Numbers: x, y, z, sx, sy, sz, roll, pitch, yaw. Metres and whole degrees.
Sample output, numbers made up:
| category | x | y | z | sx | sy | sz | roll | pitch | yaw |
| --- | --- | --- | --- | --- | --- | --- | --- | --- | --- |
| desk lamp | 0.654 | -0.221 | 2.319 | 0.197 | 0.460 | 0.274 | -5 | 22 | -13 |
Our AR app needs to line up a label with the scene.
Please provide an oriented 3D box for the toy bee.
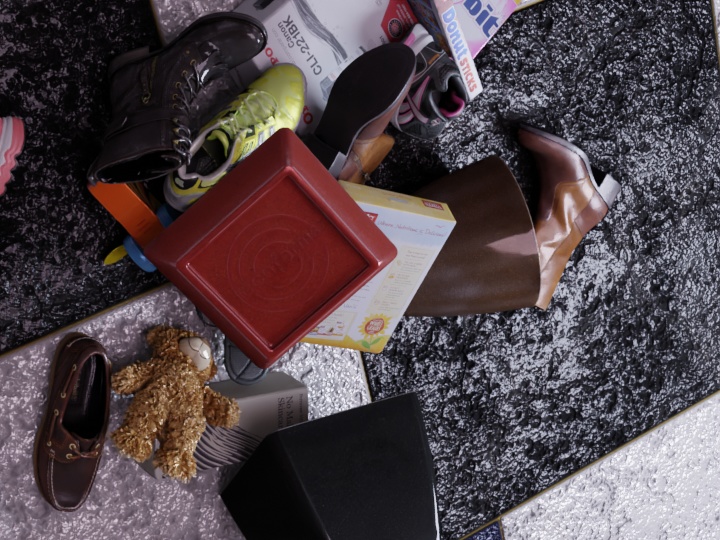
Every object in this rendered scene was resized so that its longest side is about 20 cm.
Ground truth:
| category | x | y | z | sx | sy | sz | roll | pitch | yaw |
| --- | --- | --- | --- | --- | --- | --- | --- | --- | --- |
| toy bee | -0.217 | -0.032 | 1.624 | 0.130 | 0.109 | 0.202 | -19 | 101 | 5 |

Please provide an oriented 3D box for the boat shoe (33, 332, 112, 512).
| category | x | y | z | sx | sy | sz | roll | pitch | yaw |
| --- | --- | --- | --- | --- | --- | --- | --- | --- | --- |
| boat shoe | -0.309 | 0.171 | 1.622 | 0.070 | 0.070 | 0.202 | -2 | 105 | -33 |

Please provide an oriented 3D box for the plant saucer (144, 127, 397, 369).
| category | x | y | z | sx | sy | sz | roll | pitch | yaw |
| --- | --- | --- | --- | --- | --- | --- | --- | --- | --- |
| plant saucer | -0.087 | -0.012 | 1.548 | 0.199 | 0.037 | 0.200 | -40 | 117 | 5 |

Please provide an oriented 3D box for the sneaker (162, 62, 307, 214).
| category | x | y | z | sx | sy | sz | roll | pitch | yaw |
| --- | --- | --- | --- | --- | --- | --- | --- | --- | --- |
| sneaker | -0.122 | -0.139 | 1.549 | 0.075 | 0.076 | 0.200 | 39 | 74 | 1 |

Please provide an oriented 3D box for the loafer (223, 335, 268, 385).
| category | x | y | z | sx | sy | sz | roll | pitch | yaw |
| --- | --- | --- | --- | --- | --- | --- | --- | --- | --- |
| loafer | -0.127 | 0.031 | 1.715 | 0.071 | 0.063 | 0.202 | 8 | 84 | -8 |

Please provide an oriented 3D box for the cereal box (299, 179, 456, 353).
| category | x | y | z | sx | sy | sz | roll | pitch | yaw |
| --- | --- | --- | --- | --- | --- | --- | --- | --- | --- |
| cereal box | 0.000 | 0.000 | 1.654 | 0.143 | 0.040 | 0.201 | 11 | 124 | -30 |

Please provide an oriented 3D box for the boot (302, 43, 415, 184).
| category | x | y | z | sx | sy | sz | roll | pitch | yaw |
| --- | --- | --- | --- | --- | --- | --- | --- | --- | --- |
| boot | 0.015 | -0.153 | 1.667 | 0.189 | 0.068 | 0.200 | -59 | 164 | 3 |

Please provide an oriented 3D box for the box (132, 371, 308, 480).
| category | x | y | z | sx | sy | sz | roll | pitch | yaw |
| --- | --- | --- | --- | --- | --- | --- | --- | --- | --- |
| box | -0.160 | 0.176 | 1.719 | 0.198 | 0.068 | 0.083 | -10 | 107 | -30 |

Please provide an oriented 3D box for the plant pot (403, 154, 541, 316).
| category | x | y | z | sx | sy | sz | roll | pitch | yaw |
| --- | --- | --- | --- | --- | --- | --- | --- | --- | --- |
| plant pot | 0.088 | -0.021 | 1.779 | 0.198 | 0.187 | 0.189 | -15 | 111 | -10 |

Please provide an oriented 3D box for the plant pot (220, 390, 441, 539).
| category | x | y | z | sx | sy | sz | roll | pitch | yaw |
| --- | --- | --- | --- | --- | --- | --- | --- | --- | --- |
| plant pot | -0.019 | 0.279 | 1.719 | 0.198 | 0.200 | 0.179 | -13 | 68 | -29 |

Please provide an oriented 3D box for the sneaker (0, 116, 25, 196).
| category | x | y | z | sx | sy | sz | roll | pitch | yaw |
| --- | --- | --- | --- | --- | --- | --- | --- | --- | --- |
| sneaker | -0.410 | -0.071 | 1.506 | 0.086 | 0.074 | 0.202 | 22 | 86 | -21 |

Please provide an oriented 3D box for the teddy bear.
| category | x | y | z | sx | sy | sz | roll | pitch | yaw |
| --- | --- | --- | --- | --- | --- | --- | --- | --- | --- |
| teddy bear | -0.202 | 0.138 | 1.615 | 0.200 | 0.144 | 0.067 | -52 | 172 | -47 |

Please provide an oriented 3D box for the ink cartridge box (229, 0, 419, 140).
| category | x | y | z | sx | sy | sz | roll | pitch | yaw |
| --- | --- | --- | --- | --- | --- | --- | --- | --- | --- |
| ink cartridge box | -0.048 | -0.263 | 1.668 | 0.200 | 0.084 | 0.145 | -43 | 122 | -16 |

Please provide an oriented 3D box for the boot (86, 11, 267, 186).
| category | x | y | z | sx | sy | sz | roll | pitch | yaw |
| --- | --- | --- | --- | --- | --- | --- | --- | --- | --- |
| boot | -0.182 | -0.166 | 1.520 | 0.198 | 0.175 | 0.069 | -20 | 134 | 13 |

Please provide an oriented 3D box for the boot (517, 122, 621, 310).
| category | x | y | z | sx | sy | sz | roll | pitch | yaw |
| --- | --- | --- | --- | --- | --- | --- | --- | --- | --- |
| boot | 0.222 | -0.070 | 1.920 | 0.188 | 0.068 | 0.201 | 34 | 90 | -42 |

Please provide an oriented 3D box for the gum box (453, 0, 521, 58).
| category | x | y | z | sx | sy | sz | roll | pitch | yaw |
| --- | --- | --- | --- | --- | --- | --- | --- | --- | --- |
| gum box | 0.092 | -0.356 | 1.744 | 0.114 | 0.066 | 0.200 | -50 | 123 | -11 |

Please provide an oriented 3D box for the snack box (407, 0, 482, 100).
| category | x | y | z | sx | sy | sz | roll | pitch | yaw |
| --- | --- | --- | --- | --- | --- | --- | --- | --- | --- |
| snack box | 0.087 | -0.277 | 1.683 | 0.024 | 0.072 | 0.201 | -39 | 144 | -8 |

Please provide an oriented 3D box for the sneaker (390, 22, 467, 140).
| category | x | y | z | sx | sy | sz | roll | pitch | yaw |
| --- | --- | --- | --- | --- | --- | --- | --- | --- | --- |
| sneaker | 0.082 | -0.195 | 1.721 | 0.080 | 0.086 | 0.200 | -46 | 161 | -7 |
